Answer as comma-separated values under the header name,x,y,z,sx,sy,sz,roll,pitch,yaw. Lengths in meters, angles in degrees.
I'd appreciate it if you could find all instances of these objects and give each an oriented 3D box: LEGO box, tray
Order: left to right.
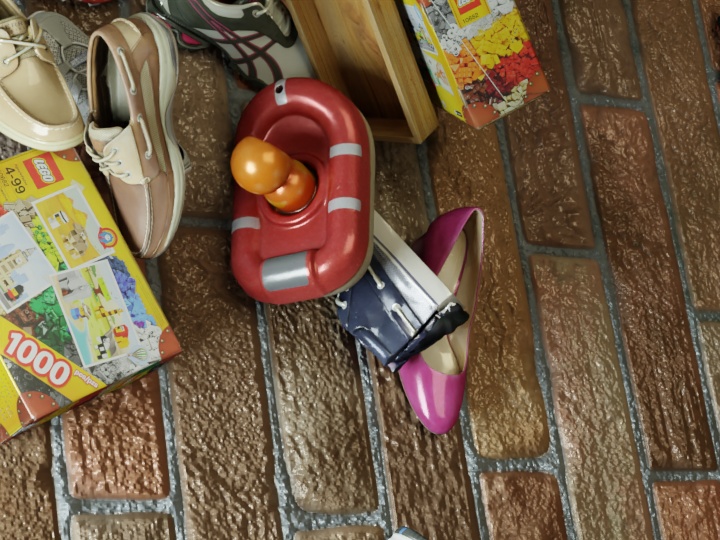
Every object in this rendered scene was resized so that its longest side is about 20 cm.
name,x,y,z,sx,sy,sz,roll,pitch,yaw
LEGO box,-0.259,0.015,1.486,0.149,0.077,0.200,-26,85,-36
tray,-0.006,-0.209,1.665,0.037,0.099,0.200,-47,129,-35
LEGO box,0.079,-0.227,1.689,0.077,0.200,0.149,-28,111,-7

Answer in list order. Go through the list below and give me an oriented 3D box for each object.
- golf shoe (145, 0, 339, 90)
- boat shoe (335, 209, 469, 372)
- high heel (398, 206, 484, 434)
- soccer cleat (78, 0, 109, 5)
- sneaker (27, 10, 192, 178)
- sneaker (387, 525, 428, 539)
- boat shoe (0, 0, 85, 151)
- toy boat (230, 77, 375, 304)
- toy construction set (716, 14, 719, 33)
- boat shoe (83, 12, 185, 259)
name,x,y,z,sx,sy,sz,roll,pitch,yaw
golf shoe,-0.094,-0.221,1.685,0.200,0.088,0.077,19,59,-27
boat shoe,0.000,0.000,1.658,0.093,0.075,0.200,-43,65,1
high heel,0.084,0.043,1.676,0.067,0.096,0.200,17,62,-26
soccer cleat,-0.260,-0.276,1.605,0.200,0.085,0.069,-2,71,-32
sneaker,-0.209,-0.147,1.583,0.200,0.082,0.075,49,53,-5
sneaker,0.075,0.313,1.582,0.077,0.076,0.200,-43,95,-15
boat shoe,-0.290,-0.177,1.513,0.071,0.065,0.200,-24,59,-37
toy boat,-0.065,-0.078,1.597,0.131,0.130,0.200,40,45,-55
toy construction set,0.464,-0.249,2.049,0.131,0.092,0.200,6,56,-30
boat shoe,-0.191,-0.106,1.500,0.072,0.076,0.200,-14,105,-46
